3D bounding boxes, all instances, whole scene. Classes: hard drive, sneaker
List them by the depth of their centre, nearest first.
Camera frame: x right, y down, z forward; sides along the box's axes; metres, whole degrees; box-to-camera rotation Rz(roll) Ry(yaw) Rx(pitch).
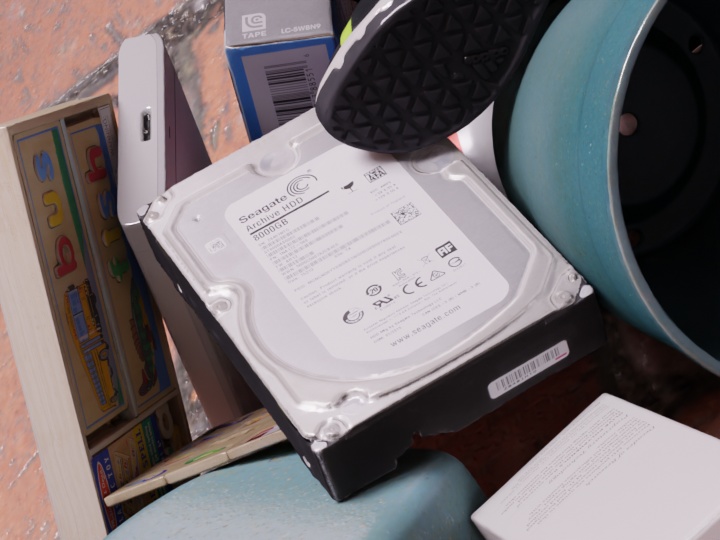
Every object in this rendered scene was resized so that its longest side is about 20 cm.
[{"bbox_3d":[0.000,0.000,1.098,0.139,0.038,0.200,-29,41,-10],"label":"hard drive"},{"bbox_3d":[0.049,-0.141,1.107,0.200,0.071,0.083,-52,29,15],"label":"sneaker"},{"bbox_3d":[-0.084,-0.005,1.288,0.026,0.201,0.133,-11,47,7],"label":"hard drive"}]

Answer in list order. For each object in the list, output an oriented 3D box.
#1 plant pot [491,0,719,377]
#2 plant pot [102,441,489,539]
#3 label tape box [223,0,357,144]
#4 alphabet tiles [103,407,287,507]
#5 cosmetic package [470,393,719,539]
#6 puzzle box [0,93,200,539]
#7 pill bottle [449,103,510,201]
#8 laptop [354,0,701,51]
[{"bbox_3d":[0.153,-0.057,1.086,0.201,0.200,0.188,-58,22,-7],"label":"plant pot"},{"bbox_3d":[-0.019,0.184,1.071,0.195,0.197,0.200,-1,44,47],"label":"plant pot"},{"bbox_3d":[-0.033,-0.143,1.378,0.063,0.145,0.201,-8,48,5],"label":"label tape box"},{"bbox_3d":[-0.013,0.059,1.189,0.166,0.008,0.200,-22,2,21],"label":"alphabet tiles"},{"bbox_3d":[0.125,0.123,0.956,0.085,0.108,0.200,-41,12,-7],"label":"cosmetic package"},{"bbox_3d":[-0.129,0.022,1.180,0.025,0.202,0.133,-11,8,17],"label":"puzzle box"},{"bbox_3d":[0.026,-0.026,1.231,0.199,0.113,0.113,-23,43,13],"label":"pill bottle"},{"bbox_3d":[0.079,-0.157,1.227,0.199,0.177,0.104,24,90,38],"label":"laptop"}]
